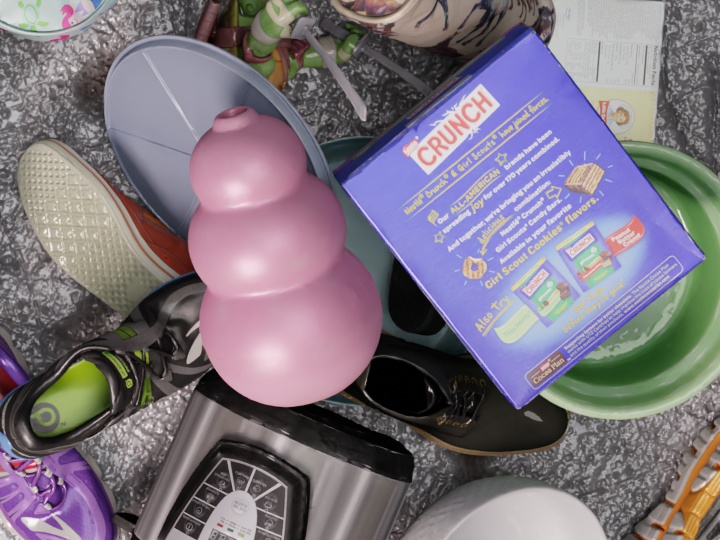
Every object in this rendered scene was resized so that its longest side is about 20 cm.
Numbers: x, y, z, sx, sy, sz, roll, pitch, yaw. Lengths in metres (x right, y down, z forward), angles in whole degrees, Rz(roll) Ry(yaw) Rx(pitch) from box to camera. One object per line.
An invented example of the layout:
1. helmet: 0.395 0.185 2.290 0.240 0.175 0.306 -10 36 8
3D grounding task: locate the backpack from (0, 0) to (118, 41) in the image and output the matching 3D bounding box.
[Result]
1. backpack: -0.216 -0.260 1.668 0.177 0.151 0.200 37 94 -7

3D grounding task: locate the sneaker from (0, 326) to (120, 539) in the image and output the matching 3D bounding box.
1. sneaker: -0.243 0.131 1.724 0.081 0.083 0.200 -34 101 -7

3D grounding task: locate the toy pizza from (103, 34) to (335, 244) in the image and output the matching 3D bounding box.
1. toy pizza: -0.096 -0.083 1.695 0.200 0.200 0.032 52 51 -11

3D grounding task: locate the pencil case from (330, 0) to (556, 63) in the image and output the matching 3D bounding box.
1. pencil case: 0.064 -0.195 1.695 0.089 0.200 0.078 -37 65 24

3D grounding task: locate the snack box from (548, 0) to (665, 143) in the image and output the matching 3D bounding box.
1. snack box: 0.162 -0.106 1.808 0.116 0.037 0.201 4 94 -9

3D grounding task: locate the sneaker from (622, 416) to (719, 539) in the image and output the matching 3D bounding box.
1. sneaker: 0.258 0.208 1.838 0.077 0.078 0.200 38 88 -21

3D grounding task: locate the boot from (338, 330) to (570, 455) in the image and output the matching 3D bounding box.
1. boot: 0.071 0.097 1.730 0.199 0.138 0.078 14 92 -14

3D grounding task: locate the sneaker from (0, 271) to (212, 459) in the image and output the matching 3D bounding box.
1. sneaker: -0.160 0.070 1.665 0.199 0.083 0.071 -33 99 -14

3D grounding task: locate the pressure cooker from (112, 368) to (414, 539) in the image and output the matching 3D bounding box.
1. pressure cooker: -0.069 0.190 1.719 0.178 0.176 0.200 23 91 -29

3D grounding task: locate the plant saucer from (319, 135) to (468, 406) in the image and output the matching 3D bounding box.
1. plant saucer: 0.000 0.000 1.791 0.199 0.027 0.201 -1 95 -12

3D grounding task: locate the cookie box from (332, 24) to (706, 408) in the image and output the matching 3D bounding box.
1. cookie box: 0.107 -0.039 1.647 0.171 0.075 0.200 -38 101 -2

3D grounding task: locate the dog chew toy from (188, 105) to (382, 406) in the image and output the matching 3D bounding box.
1. dog chew toy: -0.058 -0.013 1.612 0.124 0.125 0.201 -18 110 -9

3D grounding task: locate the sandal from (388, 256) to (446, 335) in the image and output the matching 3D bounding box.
1. sandal: 0.068 -0.051 1.760 0.048 0.075 0.201 7 102 -37

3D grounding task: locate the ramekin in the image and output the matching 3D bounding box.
1. ramekin: 0.180 0.001 1.753 0.199 0.098 0.201 -1 99 -9

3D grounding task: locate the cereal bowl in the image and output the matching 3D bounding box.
1. cereal bowl: 0.088 0.243 1.786 0.200 0.083 0.201 -10 108 -33

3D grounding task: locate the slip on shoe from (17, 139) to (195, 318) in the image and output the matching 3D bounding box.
1. slip on shoe: -0.169 -0.017 1.741 0.200 0.061 0.074 44 120 -5

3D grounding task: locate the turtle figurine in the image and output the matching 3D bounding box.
1. turtle figurine: -0.035 -0.191 1.712 0.144 0.200 0.195 -13 94 -44
